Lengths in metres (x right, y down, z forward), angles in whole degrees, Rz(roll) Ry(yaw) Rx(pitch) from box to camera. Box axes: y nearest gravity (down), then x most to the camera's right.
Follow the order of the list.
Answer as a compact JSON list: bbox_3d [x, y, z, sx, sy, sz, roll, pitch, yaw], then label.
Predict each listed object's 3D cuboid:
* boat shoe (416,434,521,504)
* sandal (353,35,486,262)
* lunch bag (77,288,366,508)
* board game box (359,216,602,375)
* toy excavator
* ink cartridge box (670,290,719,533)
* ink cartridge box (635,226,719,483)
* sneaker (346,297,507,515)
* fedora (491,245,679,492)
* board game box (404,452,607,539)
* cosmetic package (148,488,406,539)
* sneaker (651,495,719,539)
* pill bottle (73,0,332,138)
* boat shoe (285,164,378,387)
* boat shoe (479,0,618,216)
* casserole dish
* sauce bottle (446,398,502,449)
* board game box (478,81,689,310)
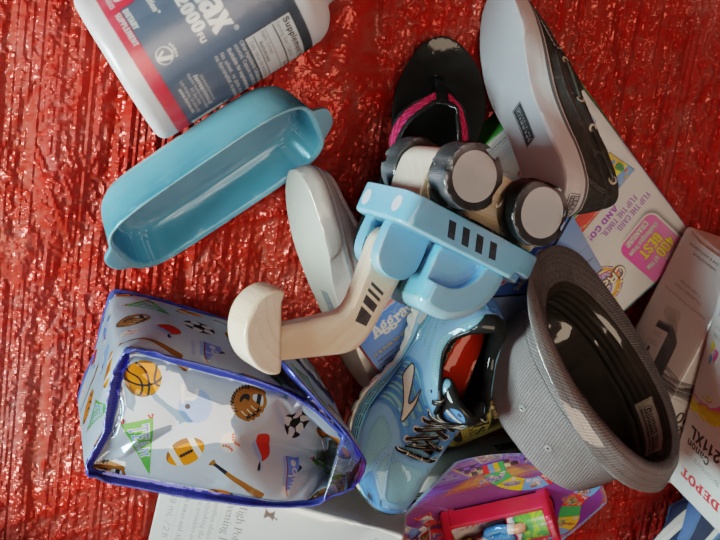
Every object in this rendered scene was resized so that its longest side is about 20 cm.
[{"bbox_3d":[0.112,0.182,1.093,0.198,0.071,0.064,-5,106,-15],"label":"boat shoe"},{"bbox_3d":[0.050,-0.089,0.973,0.075,0.045,0.201,19,75,-5],"label":"sandal"},{"bbox_3d":[-0.103,0.098,0.962,0.199,0.170,0.125,17,100,-17],"label":"lunch bag"},{"bbox_3d":[0.092,0.021,1.012,0.200,0.019,0.103,-37,121,-4],"label":"board game box"},{"bbox_3d":[0.025,0.000,0.895,0.194,0.100,0.201,24,87,-27],"label":"toy excavator"},{"bbox_3d":[0.329,0.117,0.974,0.082,0.146,0.202,-2,116,-22],"label":"ink cartridge box"},{"bbox_3d":[0.305,0.083,1.085,0.145,0.085,0.201,14,111,-28],"label":"ink cartridge box"},{"bbox_3d":[0.052,0.102,0.967,0.078,0.090,0.201,14,107,-26],"label":"sneaker"},{"bbox_3d":[0.161,0.090,0.986,0.090,0.177,0.201,-34,90,31],"label":"fedora"},{"bbox_3d":[0.115,0.226,1.070,0.157,0.039,0.200,17,134,-24],"label":"board game box"},{"bbox_3d":[-0.069,0.220,1.034,0.198,0.074,0.102,15,103,-1],"label":"cosmetic package"},{"bbox_3d":[0.329,0.222,1.161,0.200,0.082,0.074,-38,118,-23],"label":"sneaker"},{"bbox_3d":[-0.090,-0.195,0.902,0.199,0.120,0.120,-33,111,-3],"label":"pill bottle"},{"bbox_3d":[0.000,0.000,1.014,0.068,0.072,0.201,-29,110,-19],"label":"boat shoe"},{"bbox_3d":[0.142,-0.129,0.969,0.056,0.069,0.201,-2,64,-26],"label":"boat shoe"},{"bbox_3d":[-0.112,-0.072,0.945,0.199,0.121,0.039,-33,75,-1],"label":"casserole dish"},{"bbox_3d":[0.075,0.118,1.068,0.199,0.066,0.066,-25,111,-7],"label":"sauce bottle"},{"bbox_3d":[0.167,-0.046,1.054,0.153,0.040,0.200,-41,112,0],"label":"board game box"}]
